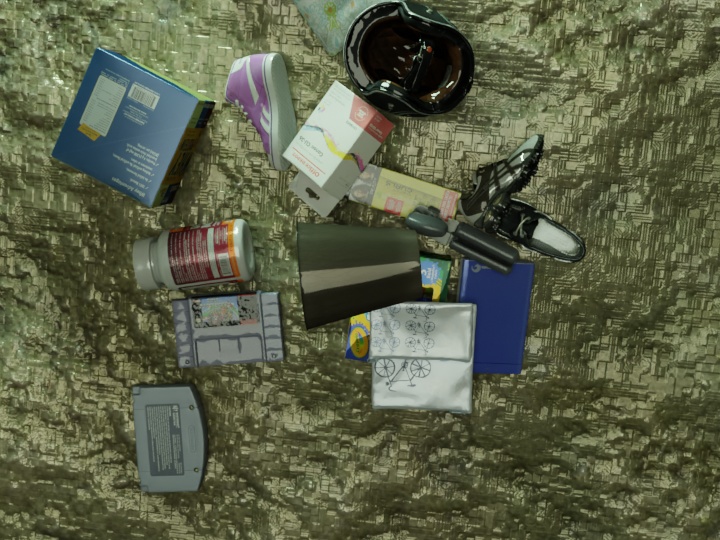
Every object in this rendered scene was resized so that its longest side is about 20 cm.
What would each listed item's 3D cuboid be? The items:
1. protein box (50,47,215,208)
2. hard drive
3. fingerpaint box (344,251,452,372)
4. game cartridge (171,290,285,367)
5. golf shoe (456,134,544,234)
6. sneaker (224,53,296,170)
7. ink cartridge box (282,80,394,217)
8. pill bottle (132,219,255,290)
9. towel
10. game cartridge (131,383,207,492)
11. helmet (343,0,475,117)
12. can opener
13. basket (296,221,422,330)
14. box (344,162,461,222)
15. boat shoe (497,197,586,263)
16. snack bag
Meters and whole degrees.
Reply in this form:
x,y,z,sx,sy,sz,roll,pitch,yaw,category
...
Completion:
x,y,z,sx,sy,sz,roll,pitch,yaw,category
-0.389,-0.245,1.725,0.197,0.135,0.202,26,99,0,protein box
0.230,0.081,1.754,0.130,0.025,0.203,3,102,-11,hard drive
0.066,0.064,1.761,0.165,0.073,0.203,9,98,3,fingerpaint box
-0.240,0.106,1.813,0.197,0.038,0.131,-5,101,5,game cartridge
0.241,-0.164,1.706,0.094,0.078,0.201,30,75,21,golf shoe
-0.178,-0.274,1.748,0.113,0.073,0.203,0,103,24,sneaker
-0.051,-0.206,1.708,0.116,0.067,0.201,40,97,34,ink cartridge box
-0.293,-0.024,1.760,0.197,0.110,0.111,-8,97,5,pill bottle
-0.018,-0.489,1.679,0.199,0.048,0.172,-36,109,2,towel
-0.350,0.309,1.847,0.131,0.042,0.203,-2,97,0,game cartridge
0.075,-0.349,1.648,0.198,0.190,0.202,-15,119,-29,helmet
0.168,-0.047,1.690,0.198,0.067,0.054,27,127,7,can opener
0.000,0.000,1.659,0.197,0.136,0.183,-5,85,1,basket
0.073,-0.132,1.746,0.198,0.050,0.076,19,97,1,box
0.300,-0.072,1.731,0.198,0.060,0.076,20,99,2,boat shoe
0.104,0.151,1.725,0.186,0.021,0.203,2,100,3,snack bag
